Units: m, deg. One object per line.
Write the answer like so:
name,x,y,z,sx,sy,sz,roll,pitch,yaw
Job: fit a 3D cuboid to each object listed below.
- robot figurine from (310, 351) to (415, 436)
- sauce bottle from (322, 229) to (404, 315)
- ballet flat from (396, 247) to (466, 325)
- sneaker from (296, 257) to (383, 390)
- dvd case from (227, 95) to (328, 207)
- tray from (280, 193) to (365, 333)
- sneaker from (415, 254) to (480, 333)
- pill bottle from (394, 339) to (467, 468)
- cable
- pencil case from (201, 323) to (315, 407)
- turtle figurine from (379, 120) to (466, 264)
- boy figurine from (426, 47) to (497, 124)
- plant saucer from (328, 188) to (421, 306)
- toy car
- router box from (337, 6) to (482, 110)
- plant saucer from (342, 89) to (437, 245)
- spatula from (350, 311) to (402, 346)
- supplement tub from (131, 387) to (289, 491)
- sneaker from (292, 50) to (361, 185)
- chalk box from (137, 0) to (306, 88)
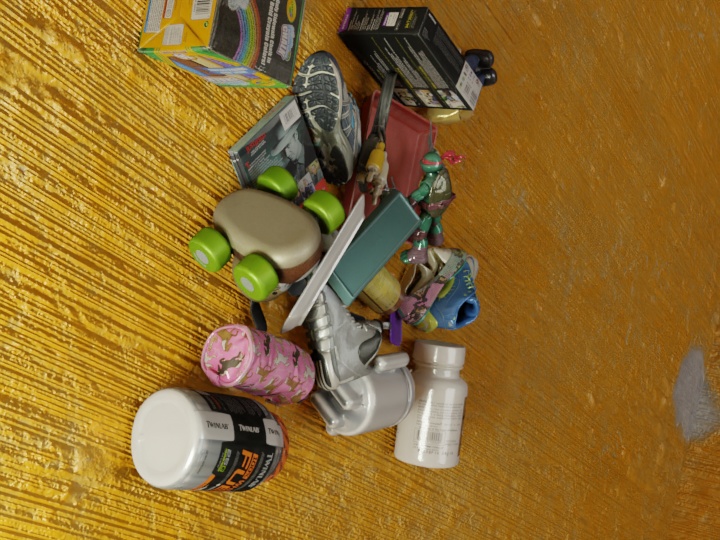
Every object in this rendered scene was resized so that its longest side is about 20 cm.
robot figurine,0.010,0.190,1.651,0.170,0.113,0.199,-49,154,25
sauce bottle,0.000,0.000,1.639,0.200,0.065,0.067,47,59,-50
ballet flat,0.117,0.007,1.818,0.072,0.069,0.200,54,51,-18
sneaker,-0.025,0.065,1.561,0.114,0.075,0.204,-11,96,-25
dvd case,-0.105,-0.121,1.502,0.146,0.022,0.202,-50,136,-37
tray,-0.046,-0.004,1.454,0.202,0.022,0.107,-60,180,-17
sneaker,0.180,0.046,1.871,0.200,0.104,0.077,-48,133,-38
pill bottle,0.124,0.224,1.821,0.114,0.113,0.204,4,93,-55
cable,0.035,-0.192,1.594,0.097,0.049,0.203,81,25,-64
pencil case,-0.135,0.128,1.437,0.200,0.081,0.088,34,48,-62
turtle figurine,0.098,-0.119,1.669,0.149,0.100,0.203,-28,129,-37
boy figurine,0.167,-0.309,1.801,0.200,0.063,0.126,-51,135,-50
plant saucer,0.021,-0.038,1.566,0.070,0.019,0.200,52,54,-14
toy car,-0.114,-0.002,1.419,0.164,0.156,0.202,-45,149,-29
router box,0.077,-0.317,1.610,0.200,0.147,0.052,42,64,-50
plant saucer,0.042,-0.159,1.692,0.199,0.036,0.204,18,81,-55
spatula,0.019,0.086,1.721,0.199,0.020,0.058,14,73,-53
supplement tub,-0.186,0.219,1.370,0.199,0.121,0.125,18,83,-55
sneaker,-0.041,-0.228,1.539,0.087,0.076,0.203,-53,145,-44
chalk box,-0.153,-0.297,1.311,0.199,0.122,0.127,16,83,-56
